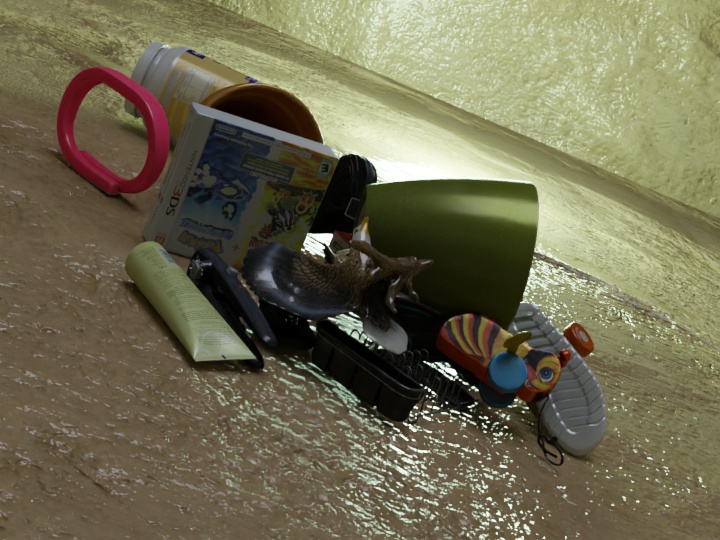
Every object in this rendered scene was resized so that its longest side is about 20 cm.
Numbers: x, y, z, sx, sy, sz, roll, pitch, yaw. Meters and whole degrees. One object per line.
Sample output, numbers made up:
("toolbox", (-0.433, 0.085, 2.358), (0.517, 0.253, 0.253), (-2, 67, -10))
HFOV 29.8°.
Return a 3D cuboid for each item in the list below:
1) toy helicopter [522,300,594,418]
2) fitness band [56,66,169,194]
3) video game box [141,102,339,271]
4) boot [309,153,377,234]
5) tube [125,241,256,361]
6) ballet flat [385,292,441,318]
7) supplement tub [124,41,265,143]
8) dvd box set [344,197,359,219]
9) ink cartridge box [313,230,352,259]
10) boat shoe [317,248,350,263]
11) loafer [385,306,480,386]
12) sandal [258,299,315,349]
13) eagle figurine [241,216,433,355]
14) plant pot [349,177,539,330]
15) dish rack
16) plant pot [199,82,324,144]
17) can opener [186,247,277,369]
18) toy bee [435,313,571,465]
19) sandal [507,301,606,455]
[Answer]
("toy helicopter", (0.229, 0.115, 1.730), (0.132, 0.079, 0.201), (43, 28, -16))
("fitness band", (-0.329, -0.186, 1.798), (0.199, 0.145, 0.037), (35, 19, 32))
("video game box", (-0.150, -0.093, 1.692), (0.198, 0.184, 0.047), (15, 21, -25))
("boot", (0.013, -0.096, 1.959), (0.166, 0.200, 0.077), (9, 63, -34))
("tube", (-0.193, 0.041, 1.468), (0.200, 0.058, 0.052), (43, -17, 41))
("ballet flat", (0.096, 0.050, 1.775), (0.198, 0.068, 0.068), (23, 59, -26))
("supplement tub", (-0.257, -0.265, 2.137), (0.198, 0.147, 0.145), (25, 16, 4))
("dvd box set", (0.092, -0.040, 1.865), (0.199, 0.030, 0.146), (25, -1, -44))
("ink cartridge box", (0.006, -0.007, 1.870), (0.198, 0.051, 0.109), (13, 20, -35))
("boat shoe", (0.000, 0.000, 1.742), (0.199, 0.063, 0.074), (-17, 75, -45))
("loafer", (0.103, 0.079, 1.697), (0.198, 0.073, 0.073), (22, 17, -3))
("sandal", (-0.089, 0.042, 1.588), (0.074, 0.046, 0.200), (14, 17, -10))
("eagle figurine", (-0.017, 0.012, 1.522), (0.152, 0.199, 0.151), (55, 48, -20))
("plant pot", (0.092, -0.036, 1.626), (0.197, 0.189, 0.187), (12, 18, -7))
("dish rack", (0.046, 0.113, 1.549), (0.153, 0.055, 0.199), (35, 19, 30))
("plant pot", (-0.171, -0.163, 1.900), (0.198, 0.203, 0.183), (16, 2, -23))
("can opener", (-0.142, 0.038, 1.507), (0.078, 0.064, 0.200), (12, 20, -34))
("toy bee", (0.187, 0.117, 1.581), (0.201, 0.108, 0.131), (53, -24, -5))
("sandal", (0.238, 0.130, 1.645), (0.050, 0.082, 0.204), (71, -5, -69))
